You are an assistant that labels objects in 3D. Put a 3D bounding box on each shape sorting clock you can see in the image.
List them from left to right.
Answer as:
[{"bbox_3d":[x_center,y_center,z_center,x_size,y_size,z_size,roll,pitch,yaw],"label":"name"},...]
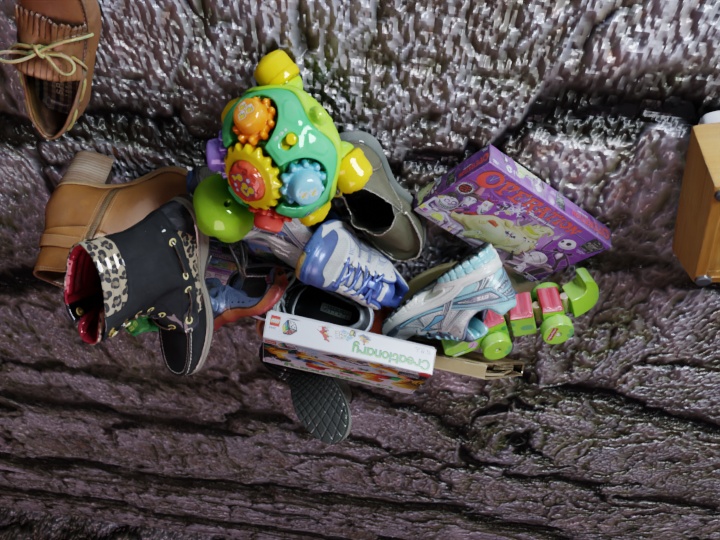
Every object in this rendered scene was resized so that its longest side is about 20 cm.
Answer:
[{"bbox_3d":[0.142,0.044,0.993,0.194,0.040,0.202,3,148,2],"label":"shape sorting clock"}]

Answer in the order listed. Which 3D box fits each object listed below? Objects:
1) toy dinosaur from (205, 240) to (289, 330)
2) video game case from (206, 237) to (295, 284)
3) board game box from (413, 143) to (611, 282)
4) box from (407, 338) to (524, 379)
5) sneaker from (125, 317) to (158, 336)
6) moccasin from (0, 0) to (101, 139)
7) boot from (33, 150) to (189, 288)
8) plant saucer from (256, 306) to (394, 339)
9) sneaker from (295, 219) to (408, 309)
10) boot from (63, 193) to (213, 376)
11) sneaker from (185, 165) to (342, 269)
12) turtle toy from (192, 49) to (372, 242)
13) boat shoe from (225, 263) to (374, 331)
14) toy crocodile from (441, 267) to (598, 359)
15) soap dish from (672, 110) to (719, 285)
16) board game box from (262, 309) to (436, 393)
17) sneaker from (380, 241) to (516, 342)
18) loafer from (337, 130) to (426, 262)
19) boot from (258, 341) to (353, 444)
[{"bbox_3d":[-0.158,0.035,0.915,0.178,0.105,0.204,21,132,32],"label":"toy dinosaur"},{"bbox_3d":[-0.160,-0.005,1.006,0.194,0.024,0.183,14,149,-6],"label":"video game case"},{"bbox_3d":[0.168,-0.056,0.837,0.197,0.033,0.119,27,140,-28],"label":"board game box"},{"bbox_3d":[0.105,0.115,1.022,0.195,0.022,0.162,8,179,30],"label":"box"},{"bbox_3d":[-0.315,0.043,1.062,0.197,0.086,0.074,27,145,-27],"label":"sneaker"},{"bbox_3d":[-0.274,-0.192,0.669,0.072,0.080,0.202,18,148,-17],"label":"moccasin"},{"bbox_3d":[-0.248,-0.041,0.835,0.195,0.159,0.077,16,149,-13],"label":"boot"},{"bbox_3d":[-0.047,0.063,1.048,0.194,0.033,0.201,-5,155,-2],"label":"plant saucer"},{"bbox_3d":[0.000,0.000,0.852,0.087,0.076,0.199,35,-169,20],"label":"sneaker"},{"bbox_3d":[-0.219,0.036,0.769,0.072,0.150,0.205,21,118,25],"label":"boot"},{"bbox_3d":[-0.099,-0.075,0.842,0.197,0.079,0.084,24,137,-38],"label":"sneaker"},{"bbox_3d":[-0.090,-0.094,0.713,0.147,0.101,0.199,50,138,-6],"label":"turtle toy"},{"bbox_3d":[-0.081,0.037,0.920,0.195,0.075,0.068,20,177,16],"label":"boat shoe"},{"bbox_3d":[0.188,0.054,0.909,0.195,0.069,0.062,-17,139,12],"label":"toy crocodile"},{"bbox_3d":[0.385,-0.063,0.715,0.153,0.083,0.201,-2,149,16],"label":"soap dish"},{"bbox_3d":[-0.019,0.100,0.899,0.194,0.036,0.127,13,160,-3],"label":"board game box"},{"bbox_3d":[0.099,0.054,0.883,0.087,0.077,0.199,55,136,5],"label":"sneaker"},{"bbox_3d":[0.015,-0.062,0.820,0.073,0.071,0.200,-8,145,25],"label":"loafer"},{"bbox_3d":[-0.045,0.160,1.029,0.068,0.200,0.130,-51,140,7],"label":"boot"}]
